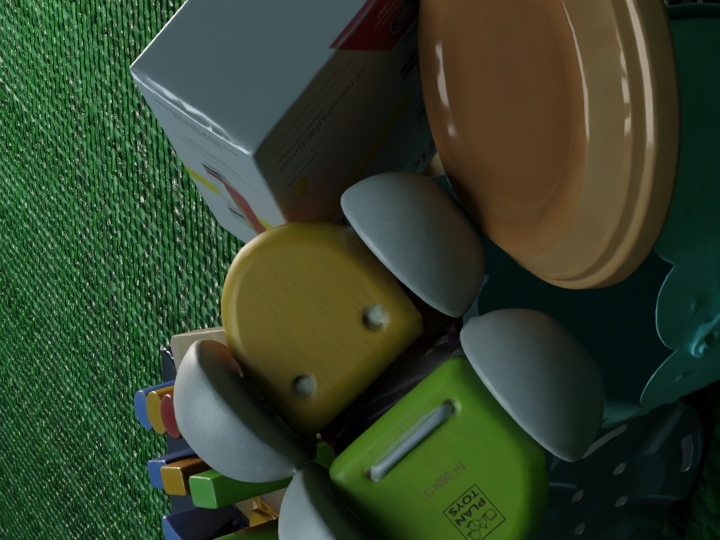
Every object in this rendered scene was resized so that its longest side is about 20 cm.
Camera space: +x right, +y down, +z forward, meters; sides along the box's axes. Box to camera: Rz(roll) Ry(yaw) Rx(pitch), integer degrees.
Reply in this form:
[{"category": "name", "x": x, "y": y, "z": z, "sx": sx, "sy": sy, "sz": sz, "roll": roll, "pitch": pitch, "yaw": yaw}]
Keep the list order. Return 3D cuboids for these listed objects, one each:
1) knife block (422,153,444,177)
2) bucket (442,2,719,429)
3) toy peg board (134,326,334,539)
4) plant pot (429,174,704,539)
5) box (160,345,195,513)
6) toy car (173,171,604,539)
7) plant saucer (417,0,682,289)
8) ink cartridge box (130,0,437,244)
[{"category": "knife block", "x": 0.073, "y": -0.068, "z": 1.247, "sx": 0.200, "sy": 0.064, "sz": 0.176, "roll": 35, "pitch": 135, "yaw": 57}, {"category": "bucket", "x": 0.147, "y": -0.033, "z": 1.005, "sx": 0.207, "sy": 0.135, "sz": 0.208, "roll": 44, "pitch": 142, "yaw": 50}, {"category": "toy peg board", "x": -0.072, "y": 0.136, "z": 1.149, "sx": 0.199, "sy": 0.098, "sz": 0.200, "roll": -9, "pitch": 95, "yaw": 59}, {"category": "plant pot", "x": 0.083, "y": 0.079, "z": 1.169, "sx": 0.196, "sy": 0.200, "sz": 0.201, "roll": 44, "pitch": 142, "yaw": 37}, {"category": "box", "x": -0.027, "y": 0.139, "z": 1.426, "sx": 0.124, "sy": 0.196, "sz": 0.200, "roll": 44, "pitch": 142, "yaw": 51}, {"category": "toy car", "x": 0.021, "y": 0.062, "z": 0.998, "sx": 0.200, "sy": 0.175, "sz": 0.150, "roll": 49, "pitch": -168, "yaw": 13}, {"category": "plant saucer", "x": 0.077, "y": -0.087, "z": 0.914, "sx": 0.200, "sy": 0.037, "sz": 0.201, "roll": 168, "pitch": 90, "yaw": -68}, {"category": "ink cartridge box", "x": -0.022, "y": -0.094, "z": 1.043, "sx": 0.083, "sy": 0.145, "sz": 0.200, "roll": 34, "pitch": 169, "yaw": 19}]
